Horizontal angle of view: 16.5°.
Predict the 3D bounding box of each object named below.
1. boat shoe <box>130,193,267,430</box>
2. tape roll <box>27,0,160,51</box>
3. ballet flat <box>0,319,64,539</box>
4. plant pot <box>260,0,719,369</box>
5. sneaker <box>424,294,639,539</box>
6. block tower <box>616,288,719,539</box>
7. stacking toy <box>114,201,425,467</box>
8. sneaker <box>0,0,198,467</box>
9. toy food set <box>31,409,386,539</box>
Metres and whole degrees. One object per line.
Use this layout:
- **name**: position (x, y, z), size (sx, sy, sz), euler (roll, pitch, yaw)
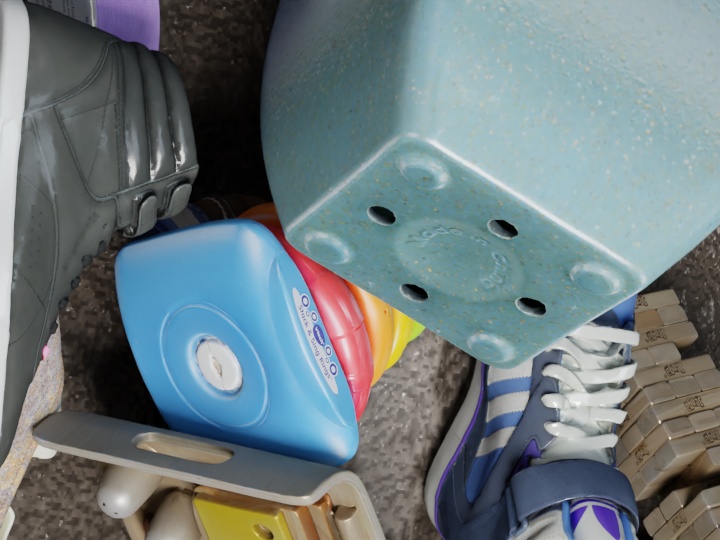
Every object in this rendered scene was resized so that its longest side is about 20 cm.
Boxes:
- **boat shoe**: position (-0.047, 0.061, 1.158), size (0.072, 0.072, 0.201), euler (-19, 107, -31)
- **tape roll**: position (-0.186, -0.104, 1.046), size (0.200, 0.066, 0.201), euler (-5, 99, -33)
- **ballet flat**: position (-0.172, 0.086, 1.094), size (0.067, 0.068, 0.200), euler (27, 87, -53)
- **plant pot**: position (0.068, -0.081, 1.022), size (0.196, 0.196, 0.200), euler (32, 57, -14)
- **sneaker**: position (0.108, 0.081, 1.188), size (0.080, 0.146, 0.200), euler (13, 110, -31)
- **block tower**: position (0.174, 0.109, 1.259), size (0.058, 0.054, 0.200), euler (-12, 63, -31)
- **stacking toy**: position (0.000, 0.000, 1.109), size (0.200, 0.110, 0.116), euler (-34, 107, -43)
- **sneaker**: position (-0.118, -0.009, 1.023), size (0.099, 0.071, 0.201), euler (6, 90, -29)
- **toy food set**: position (-0.054, 0.149, 1.094), size (0.060, 0.143, 0.200), euler (-56, 142, -36)
